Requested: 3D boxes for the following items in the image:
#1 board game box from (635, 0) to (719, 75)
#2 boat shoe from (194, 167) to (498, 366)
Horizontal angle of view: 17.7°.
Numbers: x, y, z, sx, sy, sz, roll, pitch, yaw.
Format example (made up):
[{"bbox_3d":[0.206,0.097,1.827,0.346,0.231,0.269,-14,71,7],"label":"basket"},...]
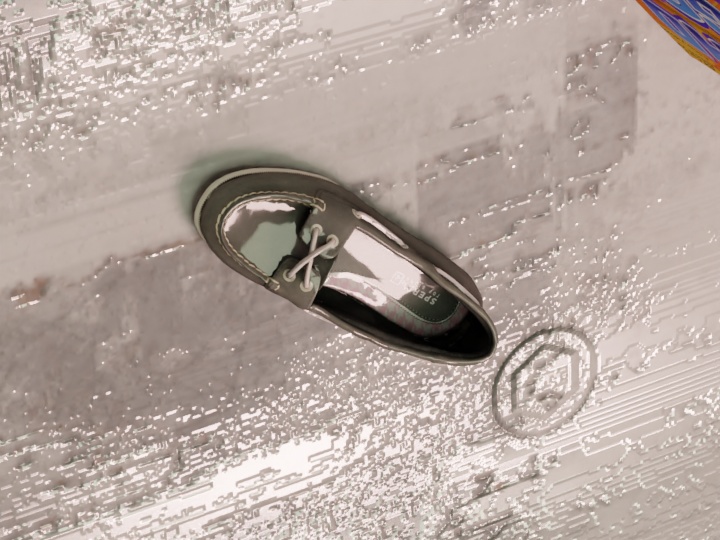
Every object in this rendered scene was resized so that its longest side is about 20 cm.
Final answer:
[{"bbox_3d":[0.239,-0.203,1.194,0.200,0.200,0.200,-49,129,3],"label":"board game box"},{"bbox_3d":[0.000,0.000,1.254,0.199,0.057,0.067,25,101,-38],"label":"boat shoe"}]
